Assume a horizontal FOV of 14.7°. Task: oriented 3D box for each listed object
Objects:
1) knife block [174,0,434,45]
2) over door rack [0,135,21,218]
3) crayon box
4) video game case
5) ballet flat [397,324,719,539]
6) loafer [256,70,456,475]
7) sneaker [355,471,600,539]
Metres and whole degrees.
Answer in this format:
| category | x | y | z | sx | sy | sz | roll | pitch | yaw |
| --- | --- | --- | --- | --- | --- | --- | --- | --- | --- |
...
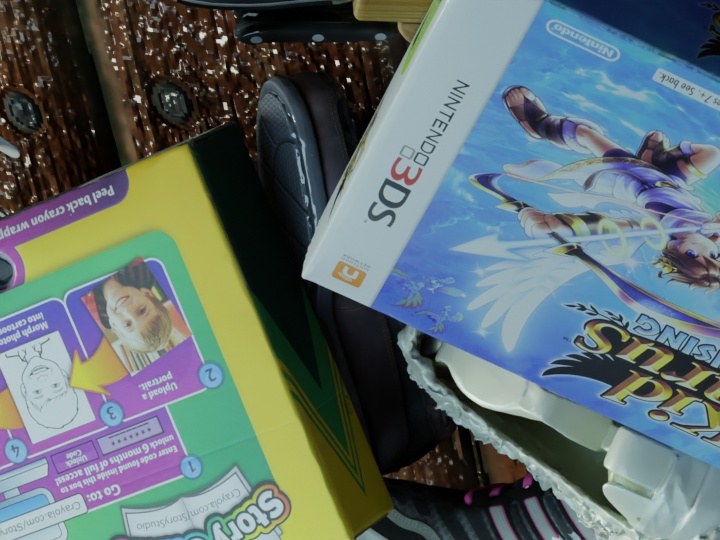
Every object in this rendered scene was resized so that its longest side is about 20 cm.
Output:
| category | x | y | z | sx | sy | sz | roll | pitch | yaw |
| --- | --- | --- | --- | --- | --- | --- | --- | --- | --- |
| knife block | 0.032 | -0.137 | 0.946 | 0.199 | 0.064 | 0.175 | -26 | 140 | 30 |
| over door rack | -0.129 | 0.048 | 1.256 | 0.200 | 0.067 | 0.148 | 43 | 151 | -4 |
| crayon box | -0.111 | 0.057 | 1.152 | 0.199 | 0.058 | 0.174 | -21 | 95 | 21 |
| video game case | 0.099 | -0.021 | 0.968 | 0.199 | 0.046 | 0.182 | 24 | 141 | -4 |
| ballet flat | 0.092 | 0.067 | 1.076 | 0.199 | 0.072 | 0.072 | 29 | 137 | 30 |
| loafer | 0.000 | 0.000 | 1.172 | 0.072 | 0.063 | 0.201 | -129 | 26 | -53 |
| sneaker | 0.089 | 0.097 | 1.154 | 0.199 | 0.074 | 0.088 | 8 | 96 | 30 |
